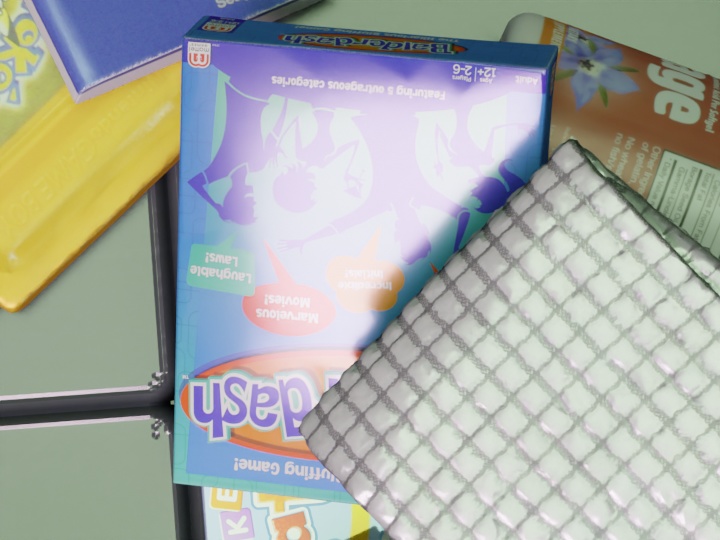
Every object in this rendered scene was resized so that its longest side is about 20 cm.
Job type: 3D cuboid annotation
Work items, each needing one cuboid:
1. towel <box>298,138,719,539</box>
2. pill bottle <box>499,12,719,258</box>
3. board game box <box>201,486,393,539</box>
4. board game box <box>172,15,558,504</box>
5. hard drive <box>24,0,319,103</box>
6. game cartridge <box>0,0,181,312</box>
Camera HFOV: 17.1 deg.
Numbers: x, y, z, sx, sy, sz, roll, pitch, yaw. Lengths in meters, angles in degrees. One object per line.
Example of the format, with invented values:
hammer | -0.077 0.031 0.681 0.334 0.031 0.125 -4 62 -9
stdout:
towel | 0.100 0.072 0.930 0.200 0.086 0.166 44 94 5
pill bottle | 0.143 -0.031 1.060 0.200 0.112 0.112 20 88 -2
board game box | 0.028 0.103 1.089 0.200 0.037 0.151 -5 90 -2
board game box | 0.000 0.000 1.006 0.152 0.045 0.200 5 109 9
hard drive | -0.112 -0.191 1.077 0.132 0.025 0.200 -25 85 -18
game cartridge | -0.175 -0.100 1.092 0.176 0.032 0.200 -45 89 -2
